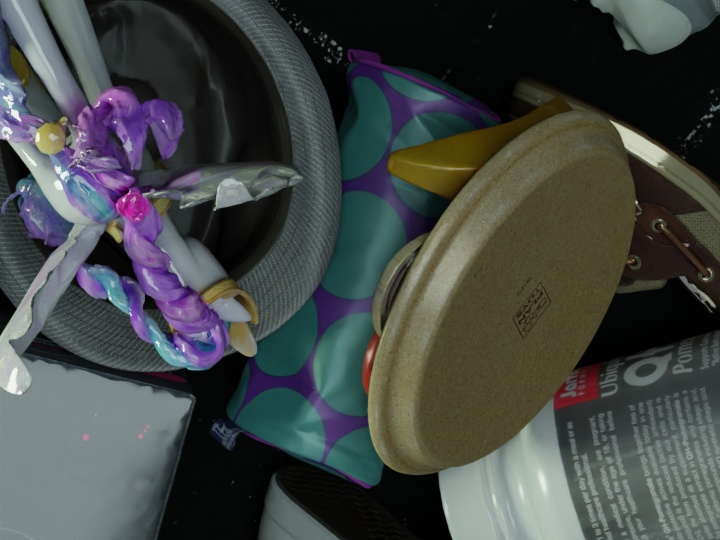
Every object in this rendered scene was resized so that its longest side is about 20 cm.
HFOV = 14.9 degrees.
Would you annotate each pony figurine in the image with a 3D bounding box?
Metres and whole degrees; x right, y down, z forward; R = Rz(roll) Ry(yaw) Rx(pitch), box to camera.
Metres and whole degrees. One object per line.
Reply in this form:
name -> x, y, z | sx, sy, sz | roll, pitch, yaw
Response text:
pony figurine -> -0.110, -0.038, 1.169 | 0.166, 0.193, 0.200 | -32, 92, 8

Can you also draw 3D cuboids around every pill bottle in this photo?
pill bottle -> 0.144, 0.094, 1.336 | 0.200, 0.111, 0.111 | -17, 102, 16

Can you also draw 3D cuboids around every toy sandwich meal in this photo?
toy sandwich meal -> 0.054, 0.000, 1.255 | 0.070, 0.205, 0.205 | 31, 96, 27

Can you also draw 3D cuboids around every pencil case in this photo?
pencil case -> 0.000, 0.000, 1.330 | 0.085, 0.092, 0.200 | 15, 98, -46

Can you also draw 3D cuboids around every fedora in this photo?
fedora -> -0.103, -0.056, 1.304 | 0.177, 0.090, 0.200 | -25, 96, -4

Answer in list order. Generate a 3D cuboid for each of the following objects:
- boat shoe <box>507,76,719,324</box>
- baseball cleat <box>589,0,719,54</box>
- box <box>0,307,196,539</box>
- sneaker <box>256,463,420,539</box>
boat shoe -> 0.145, -0.019, 1.355 | 0.200, 0.072, 0.072 | 35, 93, -18
baseball cleat -> 0.120, -0.203, 1.317 | 0.106, 0.070, 0.200 | -31, 113, 10
box -> -0.164, 0.129, 1.320 | 0.122, 0.106, 0.200 | 14, 97, -10
sneaker -> 0.016, 0.180, 1.325 | 0.073, 0.200, 0.085 | -1, 121, -38
